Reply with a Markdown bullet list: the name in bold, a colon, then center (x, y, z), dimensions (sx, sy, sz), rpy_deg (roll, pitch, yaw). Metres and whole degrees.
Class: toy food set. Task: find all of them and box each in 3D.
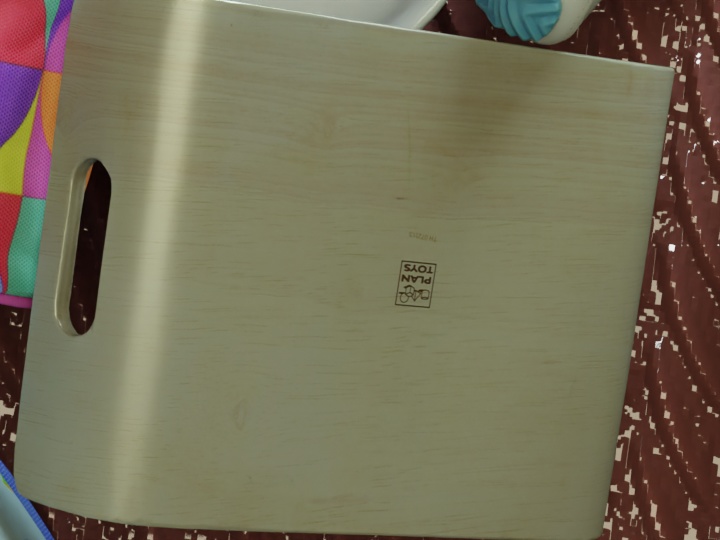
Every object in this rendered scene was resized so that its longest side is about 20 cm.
- **toy food set**: center (0.000, 0.000, 0.792), dimensions (0.199, 0.060, 0.144), rpy_deg (5, 97, -32)

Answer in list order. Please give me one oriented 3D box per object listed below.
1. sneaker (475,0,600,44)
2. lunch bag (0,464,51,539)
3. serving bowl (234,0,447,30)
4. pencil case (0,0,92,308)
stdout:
- **sneaker**: center (0.102, -0.133, 0.818), dimensions (0.081, 0.077, 0.200), rpy_deg (37, 55, -3)
- **lunch bag**: center (-0.130, 0.129, 0.742), dimensions (0.127, 0.170, 0.200), rpy_deg (-39, 91, 8)
- **serving bowl**: center (-0.051, -0.144, 0.830), dimensions (0.199, 0.066, 0.201), rpy_deg (0, 95, 4)
- **pencil case**: center (-0.104, -0.092, 0.764), dimensions (0.088, 0.088, 0.201), rpy_deg (10, 95, -4)
